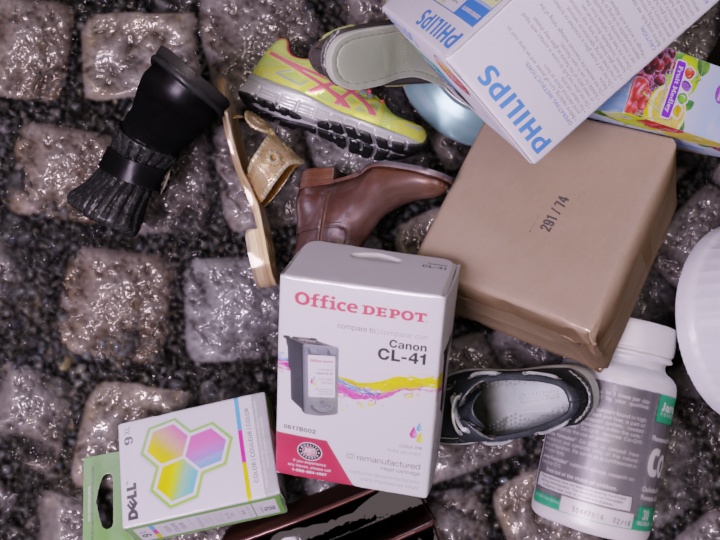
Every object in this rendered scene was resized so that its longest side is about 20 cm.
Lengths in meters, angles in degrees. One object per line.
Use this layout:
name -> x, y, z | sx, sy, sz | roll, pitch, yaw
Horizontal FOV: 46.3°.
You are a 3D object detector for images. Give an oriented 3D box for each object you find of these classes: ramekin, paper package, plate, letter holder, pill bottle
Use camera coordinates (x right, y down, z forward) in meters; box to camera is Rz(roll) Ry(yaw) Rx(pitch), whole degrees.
ramekin -> 0.405, 0.047, 0.798 | 0.200, 0.098, 0.201 | 4, 82, -27
paper package -> 0.175, -0.037, 0.788 | 0.190, 0.103, 0.201 | 21, 75, 29
plate -> 0.139, -0.230, 0.892 | 0.199, 0.026, 0.201 | 0, 83, -2
letter holder -> -0.024, 0.264, 0.780 | 0.199, 0.142, 0.101 | -21, 85, -3
pill bottle -> 0.239, 0.147, 0.814 | 0.113, 0.113, 0.201 | 13, 85, 0

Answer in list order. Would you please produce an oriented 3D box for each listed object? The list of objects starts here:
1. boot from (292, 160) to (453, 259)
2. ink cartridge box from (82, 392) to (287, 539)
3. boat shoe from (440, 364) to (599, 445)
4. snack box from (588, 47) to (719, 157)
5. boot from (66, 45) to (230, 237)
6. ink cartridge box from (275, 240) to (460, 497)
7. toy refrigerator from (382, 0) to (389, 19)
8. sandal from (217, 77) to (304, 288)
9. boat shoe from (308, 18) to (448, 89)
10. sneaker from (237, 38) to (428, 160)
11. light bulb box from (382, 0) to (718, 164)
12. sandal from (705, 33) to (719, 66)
boot -> 0.000, 0.000, 0.816 | 0.186, 0.064, 0.201 | 0, 78, 41
ink cartridge box -> -0.176, 0.194, 0.805 | 0.199, 0.059, 0.104 | -12, 57, -3
boat shoe -> 0.120, 0.126, 0.792 | 0.199, 0.060, 0.076 | -21, 80, 33
snack box -> 0.286, -0.156, 0.786 | 0.199, 0.169, 0.068 | 13, 99, -21
boot -> -0.202, -0.110, 0.786 | 0.079, 0.211, 0.158 | 36, 79, -13
ink cartridge box -> 0.004, 0.088, 0.752 | 0.147, 0.086, 0.201 | 7, 114, 11
toy refrigerator -> 0.121, -0.293, 0.846 | 0.199, 0.076, 0.070 | -10, 75, 3
sandal -> -0.088, -0.092, 0.848 | 0.069, 0.078, 0.213 | -10, 93, 2
boat shoe -> 0.046, -0.217, 0.829 | 0.200, 0.061, 0.072 | -11, 113, -28
sneaker -> -0.019, -0.179, 0.858 | 0.199, 0.078, 0.091 | 22, 80, 0
light bulb box -> 0.149, -0.225, 0.701 | 0.200, 0.198, 0.125 | -42, 119, 10
sandal -> 0.407, -0.231, 0.885 | 0.054, 0.082, 0.201 | 20, 76, -21
